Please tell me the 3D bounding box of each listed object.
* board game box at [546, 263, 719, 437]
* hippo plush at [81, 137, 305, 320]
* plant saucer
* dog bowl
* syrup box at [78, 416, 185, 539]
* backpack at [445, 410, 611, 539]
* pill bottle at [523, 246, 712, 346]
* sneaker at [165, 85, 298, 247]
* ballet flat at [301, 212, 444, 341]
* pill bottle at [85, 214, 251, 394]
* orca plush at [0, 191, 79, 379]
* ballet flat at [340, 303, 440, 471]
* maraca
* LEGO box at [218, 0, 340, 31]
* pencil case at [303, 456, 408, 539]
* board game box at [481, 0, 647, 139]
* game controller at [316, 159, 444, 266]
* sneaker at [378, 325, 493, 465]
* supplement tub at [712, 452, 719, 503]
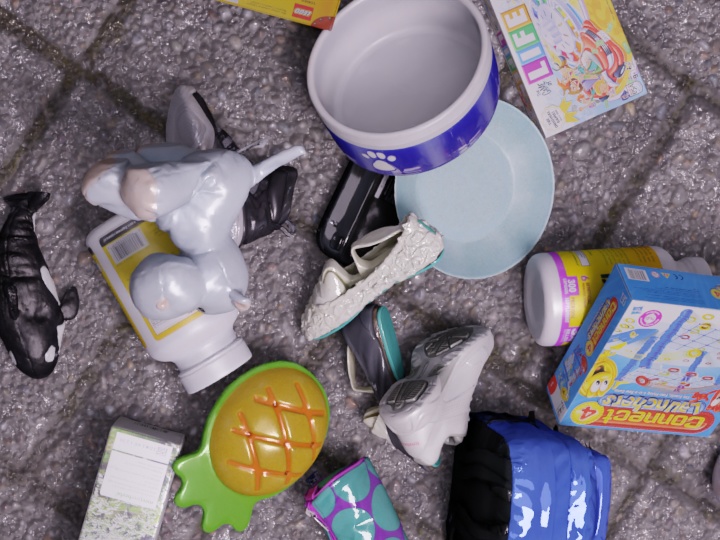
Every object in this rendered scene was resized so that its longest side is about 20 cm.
[{"bbox_3d":[0.331,0.092,1.250,0.197,0.056,0.197,6,132,-16],"label":"board game box"},{"bbox_3d":[-0.172,-0.038,1.135,0.198,0.159,0.163,-13,108,-32],"label":"hippo plush"},{"bbox_3d":[0.123,-0.093,1.292,0.199,0.039,0.204,-3,97,-21],"label":"plant saucer"},{"bbox_3d":[0.047,-0.205,1.225,0.198,0.079,0.202,-8,61,15],"label":"dog bowl"},{"bbox_3d":[-0.254,0.269,1.238,0.078,0.081,0.202,16,89,-5],"label":"syrup box"},{"bbox_3d":[0.186,0.235,1.233,0.166,0.200,0.165,1,89,-7],"label":"backpack"},{"bbox_3d":[0.290,0.027,1.293,0.197,0.104,0.106,-4,91,-7],"label":"pill bottle"},{"bbox_3d":[-0.138,-0.113,1.258,0.113,0.076,0.202,-7,65,-35],"label":"sneaker"},{"bbox_3d":[0.000,0.000,1.245,0.199,0.072,0.072,-34,94,22],"label":"ballet flat"},{"bbox_3d":[-0.199,0.025,1.229,0.111,0.112,0.201,-30,94,-6],"label":"pill bottle"},{"bbox_3d":[-0.354,0.016,1.229,0.104,0.071,0.203,9,89,-7],"label":"orca plush"},{"bbox_3d":[0.028,0.135,1.286,0.072,0.073,0.202,-22,99,-7],"label":"ballet flat"},{"bbox_3d":[-0.115,0.188,1.236,0.200,0.107,0.137,-48,112,-13],"label":"maraca"},{"bbox_3d":[-0.108,-0.358,1.225,0.198,0.077,0.150,14,58,-7],"label":"LEGO box"},{"bbox_3d":[0.011,0.310,1.269,0.092,0.085,0.202,-29,93,-22],"label":"pencil case"},{"bbox_3d":[0.229,-0.268,1.320,0.133,0.034,0.202,-24,93,-6],"label":"board game box"},{"bbox_3d":[0.030,-0.094,1.299,0.104,0.042,0.202,27,87,-21],"label":"game controller"},{"bbox_3d":[0.092,0.137,1.259,0.200,0.077,0.100,-44,120,-42],"label":"sneaker"},{"bbox_3d":[0.517,0.260,1.302,0.199,0.144,0.145,37,86,-5],"label":"supplement tub"}]
